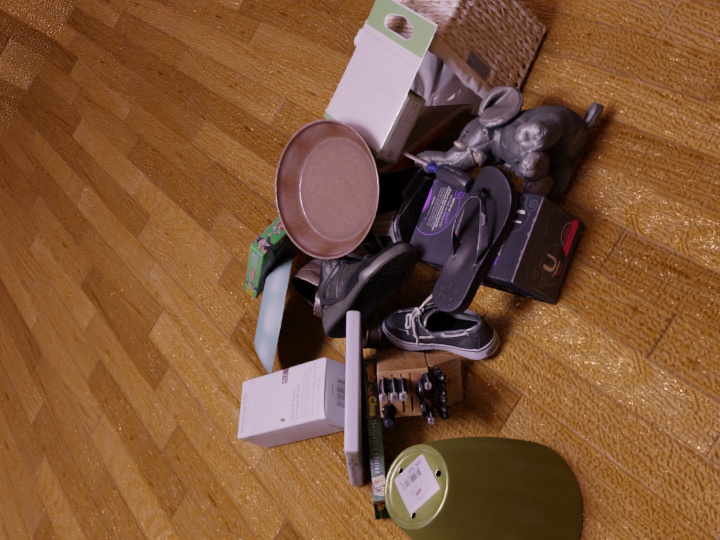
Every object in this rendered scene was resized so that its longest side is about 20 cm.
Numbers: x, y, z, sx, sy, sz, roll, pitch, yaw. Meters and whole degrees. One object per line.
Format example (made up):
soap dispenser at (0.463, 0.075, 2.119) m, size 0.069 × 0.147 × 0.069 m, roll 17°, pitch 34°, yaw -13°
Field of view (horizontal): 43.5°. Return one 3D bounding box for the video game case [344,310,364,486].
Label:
video game case at (-0.007, 0.185, 1.277) m, size 0.022 × 0.182 × 0.200 m, roll 0°, pitch 63°, yaw 2°

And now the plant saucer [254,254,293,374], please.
plant saucer at (-0.146, 0.069, 1.478) m, size 0.201 × 0.039 × 0.202 m, roll -169°, pitch 90°, yaw -84°

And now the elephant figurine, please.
elephant figurine at (0.201, -0.186, 1.258) m, size 0.200 × 0.155 × 0.142 m, roll 30°, pitch 118°, yaw 43°

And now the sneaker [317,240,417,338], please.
sneaker at (0.000, 0.000, 1.296) m, size 0.199 × 0.076 × 0.114 m, roll -48°, pitch 49°, yaw 39°

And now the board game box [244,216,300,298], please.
board game box at (-0.133, -0.040, 1.488) m, size 0.135 × 0.029 × 0.200 m, roll -47°, pitch -7°, yaw -23°

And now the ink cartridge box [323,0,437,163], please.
ink cartridge box at (0.038, -0.275, 1.288) m, size 0.146 × 0.048 × 0.200 m, roll 44°, pitch 114°, yaw 41°

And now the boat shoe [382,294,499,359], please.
boat shoe at (0.100, 0.075, 1.269) m, size 0.199 × 0.068 × 0.074 m, roll 14°, pitch 59°, yaw 48°

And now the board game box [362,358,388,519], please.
board game box at (0.022, 0.236, 1.261) m, size 0.023 × 0.105 × 0.200 m, roll -6°, pitch 62°, yaw 3°

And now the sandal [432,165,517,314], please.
sandal at (0.144, -0.041, 1.155) m, size 0.076 × 0.043 × 0.201 m, roll 16°, pitch 84°, yaw 48°

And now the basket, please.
basket at (0.137, -0.353, 1.374) m, size 0.200 × 0.198 × 0.161 m, roll 20°, pitch 81°, yaw 50°

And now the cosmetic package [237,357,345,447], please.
cosmetic package at (-0.103, 0.211, 1.421) m, size 0.200 × 0.074 × 0.102 m, roll -21°, pitch 56°, yaw 37°

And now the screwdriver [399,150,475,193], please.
screwdriver at (0.083, -0.150, 1.267) m, size 0.200 × 0.028 × 0.029 m, roll 27°, pitch 83°, yaw 41°

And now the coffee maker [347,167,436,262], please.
coffee maker at (0.041, -0.099, 1.386) m, size 0.200 × 0.135 × 0.193 m, roll -2°, pitch 68°, yaw 45°

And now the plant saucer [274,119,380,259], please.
plant saucer at (-0.042, -0.117, 1.308) m, size 0.200 × 0.037 × 0.201 m, roll 5°, pitch 98°, yaw 38°

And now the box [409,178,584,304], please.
box at (0.181, -0.042, 1.230) m, size 0.200 × 0.106 × 0.123 m, roll 17°, pitch 85°, yaw 49°

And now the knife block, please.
knife block at (0.046, 0.158, 1.210) m, size 0.200 × 0.175 × 0.064 m, roll 1°, pitch 98°, yaw 47°

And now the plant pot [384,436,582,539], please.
plant pot at (0.125, 0.271, 1.054) m, size 0.187 × 0.200 × 0.188 m, roll -23°, pitch 55°, yaw 37°

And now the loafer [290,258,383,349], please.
loafer at (-0.041, 0.061, 1.403) m, size 0.200 × 0.071 × 0.073 m, roll 40°, pitch 137°, yaw 36°

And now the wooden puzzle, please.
wooden puzzle at (0.057, -0.201, 1.409) m, size 0.200 × 0.037 × 0.185 m, roll -35°, pitch 21°, yaw -18°

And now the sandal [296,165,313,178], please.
sandal at (-0.023, -0.212, 1.402) m, size 0.201 × 0.057 × 0.080 m, roll -38°, pitch 22°, yaw -23°
